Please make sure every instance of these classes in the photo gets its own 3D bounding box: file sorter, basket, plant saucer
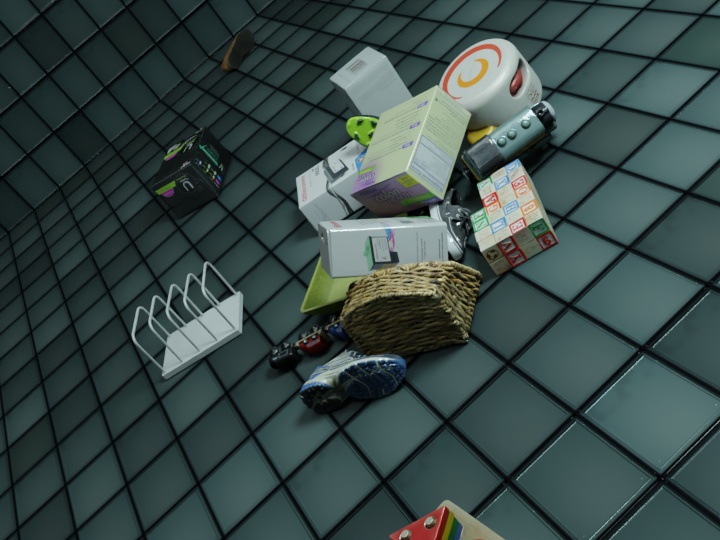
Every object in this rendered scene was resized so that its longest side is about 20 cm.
[{"bbox_3d":[-0.361,0.099,1.923,0.199,0.125,0.139,-32,30,14],"label":"file sorter"},{"bbox_3d":[0.076,0.037,1.497,0.199,0.143,0.150,-16,37,34],"label":"basket"},{"bbox_3d":[0.000,0.000,1.730,0.199,0.048,0.201,-19,35,32],"label":"plant saucer"}]

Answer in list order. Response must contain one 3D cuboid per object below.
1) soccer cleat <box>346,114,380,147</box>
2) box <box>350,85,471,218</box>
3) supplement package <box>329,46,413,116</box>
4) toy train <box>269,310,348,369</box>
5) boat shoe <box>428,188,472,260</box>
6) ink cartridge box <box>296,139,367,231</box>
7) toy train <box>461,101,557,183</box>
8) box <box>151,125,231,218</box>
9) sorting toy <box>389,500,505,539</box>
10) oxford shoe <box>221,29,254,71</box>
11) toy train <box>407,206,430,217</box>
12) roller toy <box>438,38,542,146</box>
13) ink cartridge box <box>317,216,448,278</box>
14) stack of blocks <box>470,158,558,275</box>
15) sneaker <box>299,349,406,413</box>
[{"bbox_3d":[0.064,-0.285,1.942,0.081,0.198,0.068,-110,32,-71],"label":"soccer cleat"},{"bbox_3d":[0.095,-0.219,1.745,0.175,0.096,0.201,-17,46,52],"label":"box"},{"bbox_3d":[0.044,-0.367,2.025,0.117,0.200,0.117,-39,29,-2],"label":"supplement package"},{"bbox_3d":[-0.082,0.125,1.653,0.199,0.034,0.046,-29,39,20],"label":"toy train"},{"bbox_3d":[0.169,-0.089,1.651,0.066,0.070,0.200,-33,23,14],"label":"boat shoe"},{"bbox_3d":[-0.036,-0.191,1.992,0.199,0.084,0.145,-32,30,13],"label":"ink cartridge box"},{"bbox_3d":[0.269,-0.230,1.668,0.199,0.085,0.114,-35,-8,4],"label":"toy train"},{"bbox_3d":[-0.461,-0.271,2.539,0.148,0.124,0.201,-26,33,25],"label":"box"},{"bbox_3d":[0.088,0.377,1.096,0.199,0.070,0.200,-47,30,-13],"label":"sorting toy"},{"bbox_3d":[-0.439,-0.779,3.265,0.071,0.071,0.201,-15,38,44],"label":"oxford shoe"},{"bbox_3d":[0.097,-0.130,1.803,0.034,0.046,0.200,-53,27,6],"label":"toy train"},{"bbox_3d":[0.258,-0.346,1.819,0.182,0.140,0.201,-39,37,14],"label":"roller toy"},{"bbox_3d":[0.035,-0.041,1.559,0.198,0.085,0.145,-4,8,-9],"label":"ink cartridge box"},{"bbox_3d":[0.250,-0.094,1.566,0.115,0.059,0.201,-30,31,16],"label":"stack of blocks"},{"bbox_3d":[-0.011,0.160,1.499,0.199,0.077,0.085,-19,31,31],"label":"sneaker"}]
